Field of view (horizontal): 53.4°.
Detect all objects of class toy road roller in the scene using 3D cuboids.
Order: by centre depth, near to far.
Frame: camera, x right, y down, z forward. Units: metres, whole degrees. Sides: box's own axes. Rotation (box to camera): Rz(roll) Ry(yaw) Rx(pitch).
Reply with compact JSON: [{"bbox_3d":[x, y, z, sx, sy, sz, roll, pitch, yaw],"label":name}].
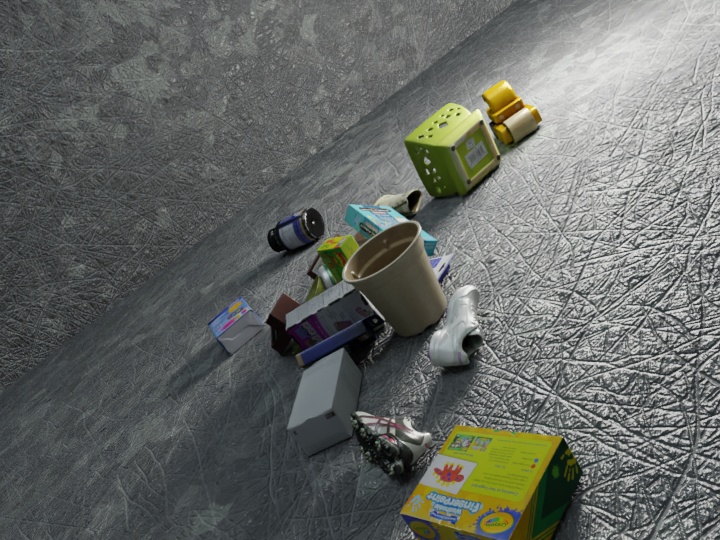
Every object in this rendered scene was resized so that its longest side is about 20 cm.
[{"bbox_3d":[0.435,-0.473,2.117,0.121,0.148,0.201,-33,21,6],"label":"toy road roller"}]

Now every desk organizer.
[{"bbox_3d":[-0.194,0.135,1.780,0.073,0.076,0.200,-59,2,-28],"label":"desk organizer"}]

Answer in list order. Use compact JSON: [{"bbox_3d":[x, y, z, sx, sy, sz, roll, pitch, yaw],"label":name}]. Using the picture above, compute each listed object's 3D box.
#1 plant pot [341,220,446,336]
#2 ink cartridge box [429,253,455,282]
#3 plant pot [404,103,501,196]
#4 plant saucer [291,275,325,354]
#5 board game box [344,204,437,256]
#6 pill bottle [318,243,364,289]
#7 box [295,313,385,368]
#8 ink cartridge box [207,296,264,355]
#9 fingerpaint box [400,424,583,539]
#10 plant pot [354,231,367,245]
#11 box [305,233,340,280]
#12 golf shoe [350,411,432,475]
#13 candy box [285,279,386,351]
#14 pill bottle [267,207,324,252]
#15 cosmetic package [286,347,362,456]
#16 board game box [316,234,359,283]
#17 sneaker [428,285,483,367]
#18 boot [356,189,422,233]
[{"bbox_3d":[0.089,0.030,1.536,0.197,0.185,0.202,-30,20,12],"label":"plant pot"},{"bbox_3d":[0.140,0.018,1.689,0.197,0.040,0.100,-13,30,49],"label":"ink cartridge box"},{"bbox_3d":[0.273,-0.335,2.024,0.199,0.201,0.180,-40,28,-16],"label":"plant pot"},{"bbox_3d":[-0.126,0.115,1.791,0.200,0.030,0.205,-161,89,-81],"label":"plant saucer"},{"bbox_3d":[0.075,-0.100,1.800,0.148,0.048,0.199,-1,30,-42],"label":"board game box"},{"bbox_3d":[0.000,0.000,1.826,0.196,0.115,0.113,-28,20,-4],"label":"pill bottle"},{"bbox_3d":[-0.036,0.160,1.564,0.197,0.033,0.121,-30,-18,6],"label":"box"},{"bbox_3d":[-0.379,0.161,2.152,0.136,0.077,0.199,-39,19,-10],"label":"ink cartridge box"},{"bbox_3d":[0.176,0.304,0.971,0.198,0.074,0.167,-9,32,51],"label":"fingerpaint box"},{"bbox_3d":[0.047,-0.077,1.963,0.198,0.094,0.202,-30,21,12],"label":"plant pot"},{"bbox_3d":[-0.078,-0.030,1.968,0.101,0.074,0.200,-57,-3,12],"label":"box"},{"bbox_3d":[0.047,0.289,1.237,0.086,0.079,0.199,-21,17,-22],"label":"golf shoe"},{"bbox_3d":[-0.057,0.114,1.644,0.197,0.137,0.062,-29,35,14],"label":"candy box"},{"bbox_3d":[-0.228,-0.135,2.490,0.197,0.113,0.113,-20,25,35],"label":"pill bottle"},{"bbox_3d":[-0.068,0.261,1.441,0.111,0.082,0.202,-27,23,21],"label":"cosmetic package"},{"bbox_3d":[-0.012,0.015,1.702,0.100,0.202,0.048,-5,34,52],"label":"board game box"},{"bbox_3d":[0.204,0.110,1.372,0.097,0.076,0.202,-1,42,34],"label":"sneaker"},{"bbox_3d":[0.087,-0.166,2.124,0.152,0.073,0.201,-8,34,47],"label":"boot"}]
